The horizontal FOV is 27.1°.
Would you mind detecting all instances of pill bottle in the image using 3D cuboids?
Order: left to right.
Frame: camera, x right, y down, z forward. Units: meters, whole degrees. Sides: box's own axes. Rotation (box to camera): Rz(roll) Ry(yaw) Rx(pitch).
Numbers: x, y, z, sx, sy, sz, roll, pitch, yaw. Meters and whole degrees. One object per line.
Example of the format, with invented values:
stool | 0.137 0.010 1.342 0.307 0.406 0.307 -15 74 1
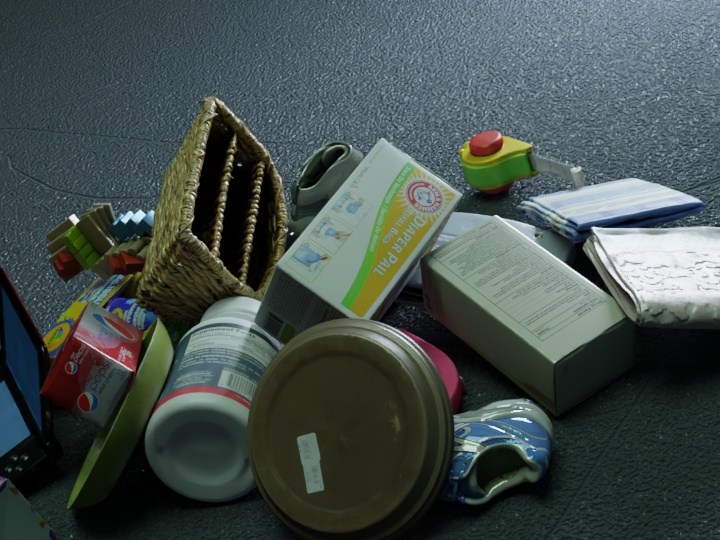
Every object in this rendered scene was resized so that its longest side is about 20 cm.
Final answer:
pill bottle | -0.131 0.117 1.449 0.118 0.120 0.201 -11 29 13

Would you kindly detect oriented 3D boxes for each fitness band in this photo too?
fitness band | 0.016 0.119 1.446 0.143 0.038 0.200 -31 30 -20

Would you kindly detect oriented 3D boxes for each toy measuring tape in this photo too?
toy measuring tape | 0.173 -0.116 1.730 0.073 0.074 0.200 -30 30 -21

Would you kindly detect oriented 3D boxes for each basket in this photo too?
basket | -0.137 -0.051 1.577 0.142 0.149 0.201 21 49 -16

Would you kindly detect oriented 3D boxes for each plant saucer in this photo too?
plant saucer | -0.226 0.143 1.440 0.031 0.201 0.201 26 30 -10
plant saucer | -0.015 0.140 1.290 0.198 0.202 0.029 -4 -8 24

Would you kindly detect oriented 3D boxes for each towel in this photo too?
towel | 0.259 -0.065 1.570 0.146 0.024 0.200 -12 12 -8
towel | 0.326 0.005 1.397 0.198 0.033 0.191 0 24 -9

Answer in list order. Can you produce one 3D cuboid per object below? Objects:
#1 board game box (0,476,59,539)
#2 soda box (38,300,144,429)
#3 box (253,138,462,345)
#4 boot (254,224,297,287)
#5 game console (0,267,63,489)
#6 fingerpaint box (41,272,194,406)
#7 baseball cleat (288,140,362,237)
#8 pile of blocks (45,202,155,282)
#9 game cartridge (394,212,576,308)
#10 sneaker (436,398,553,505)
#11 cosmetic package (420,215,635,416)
board game box | -0.390 0.239 1.385 0.199 0.105 0.103 10 51 41
soda box | -0.254 0.086 1.434 0.064 0.070 0.200 -58 10 4
box | -0.001 -0.014 1.460 0.101 0.113 0.200 35 54 5
boot | -0.074 -0.046 1.742 0.200 0.077 0.168 -38 37 -20
game console | -0.386 0.124 1.539 0.172 0.119 0.200 -37 37 -6
fingerpaint box | -0.244 0.064 1.654 0.166 0.074 0.200 -1 33 30
baseball cleat | 0.009 -0.097 1.629 0.199 0.107 0.070 -25 41 -36
pile of blocks | -0.275 -0.027 1.666 0.198 0.083 0.062 -4 27 24
game cartridge | 0.118 -0.006 1.564 0.198 0.041 0.134 11 45 22
sneaker | 0.071 0.164 1.293 0.198 0.076 0.077 -16 25 8
cosmetic package | 0.156 0.039 1.419 0.105 0.072 0.200 -28 44 -22
